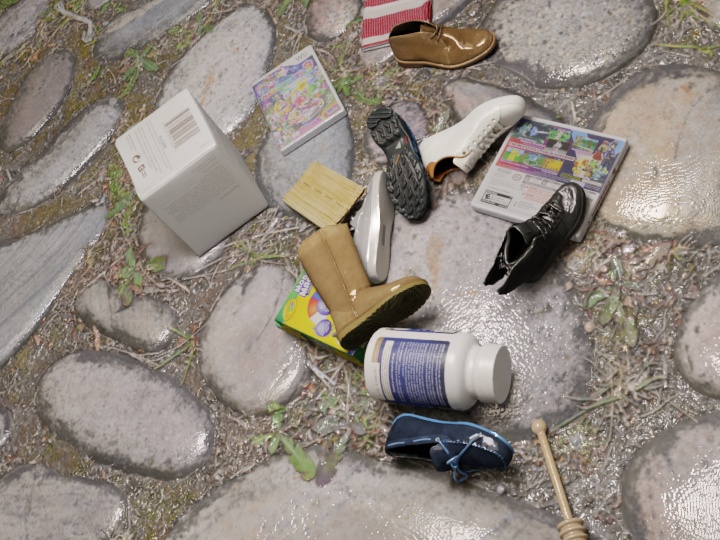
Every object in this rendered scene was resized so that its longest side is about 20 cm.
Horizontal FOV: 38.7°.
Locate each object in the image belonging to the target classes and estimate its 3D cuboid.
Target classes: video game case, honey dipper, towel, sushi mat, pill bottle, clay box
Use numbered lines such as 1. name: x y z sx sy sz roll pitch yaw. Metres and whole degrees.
1. video game case: 0.297 -0.150 1.620 0.198 0.023 0.184 20 73 35
2. honey dipper: 0.263 0.288 1.373 0.038 0.038 0.202 -23 53 13
3. towel: 0.070 -0.514 1.951 0.142 0.023 0.203 -9 59 24
4. video game case: -0.119 -0.325 1.940 0.142 0.018 0.202 -32 52 8
5. sushi mat: -0.065 -0.128 1.763 0.096 0.012 0.200 -49 35 -4
6. pill bottle: 0.114 0.144 1.487 0.197 0.111 0.113 2 63 28
7. clay box: -0.052 0.064 1.659 0.198 0.048 0.116 21 73 34

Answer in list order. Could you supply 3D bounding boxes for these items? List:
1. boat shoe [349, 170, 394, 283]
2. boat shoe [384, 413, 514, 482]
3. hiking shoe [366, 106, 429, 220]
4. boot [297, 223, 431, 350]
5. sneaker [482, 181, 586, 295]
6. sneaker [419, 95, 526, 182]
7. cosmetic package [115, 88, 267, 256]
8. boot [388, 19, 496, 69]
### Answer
1. boat shoe: 0.014 -0.071 1.698 0.067 0.072 0.203 -6 69 24
2. boat shoe: 0.123 0.258 1.442 0.198 0.085 0.069 -1 41 42
3. hiking shoe: 0.080 -0.179 1.717 0.074 0.086 0.203 -22 77 27
4. boot: 0.000 0.000 1.599 0.174 0.066 0.202 -31 53 8
5. sneaker: 0.259 -0.050 1.512 0.060 0.104 0.202 34 96 35
6. sneaker: 0.192 -0.208 1.679 0.198 0.072 0.086 -30 56 27
7. cosmetic package: -0.299 -0.172 1.828 0.165 0.200 0.168 -35 52 4
8. boot: 0.141 -0.406 1.818 0.197 0.076 0.075 0 60 26
